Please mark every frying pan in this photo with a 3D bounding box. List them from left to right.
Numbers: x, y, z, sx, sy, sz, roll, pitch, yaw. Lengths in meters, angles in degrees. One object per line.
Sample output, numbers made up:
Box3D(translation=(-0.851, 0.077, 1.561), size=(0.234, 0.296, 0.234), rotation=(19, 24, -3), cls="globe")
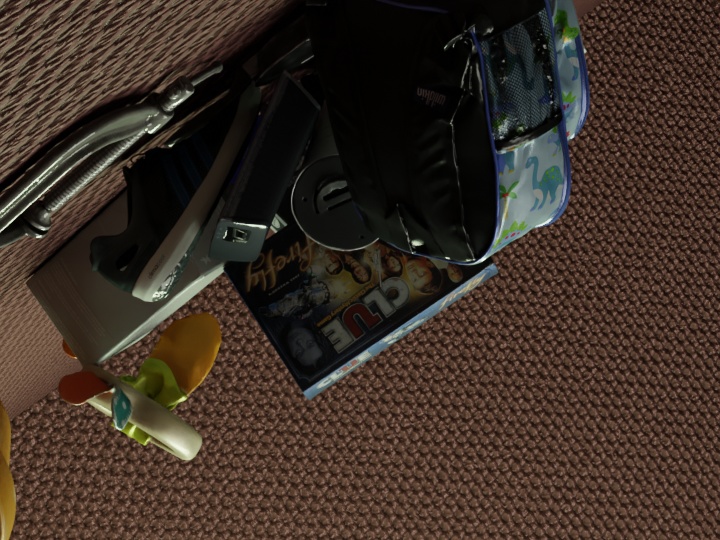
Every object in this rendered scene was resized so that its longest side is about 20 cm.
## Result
Box3D(translation=(-0.066, -0.154, 1.428), size=(0.189, 0.031, 0.115), rotation=(-33, 179, 5), cls="frying pan")

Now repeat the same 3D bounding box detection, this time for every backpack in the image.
Box3D(translation=(0.071, -0.116, 1.343), size=(0.147, 0.201, 0.182), rotation=(-27, -150, -34), cls="backpack")

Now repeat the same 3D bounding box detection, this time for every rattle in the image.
Box3D(translation=(-0.186, 0.085, 1.707), size=(0.143, 0.130, 0.200), rotation=(-44, 151, -5), cls="rattle")

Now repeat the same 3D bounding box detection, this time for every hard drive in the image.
Box3D(translation=(-0.075, -0.072, 1.470), size=(0.200, 0.042, 0.136), rotation=(131, -18, -80), cls="hard drive")

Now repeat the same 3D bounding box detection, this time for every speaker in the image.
Box3D(translation=(-0.004, -0.091, 1.515), size=(0.081, 0.081, 0.200), rotation=(-36, -164, 20), cls="speaker")

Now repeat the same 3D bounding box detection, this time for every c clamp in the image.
Box3D(translation=(-0.190, -0.066, 1.294), size=(0.200, 0.027, 0.171), rotation=(-37, 180, 20), cls="c clamp")

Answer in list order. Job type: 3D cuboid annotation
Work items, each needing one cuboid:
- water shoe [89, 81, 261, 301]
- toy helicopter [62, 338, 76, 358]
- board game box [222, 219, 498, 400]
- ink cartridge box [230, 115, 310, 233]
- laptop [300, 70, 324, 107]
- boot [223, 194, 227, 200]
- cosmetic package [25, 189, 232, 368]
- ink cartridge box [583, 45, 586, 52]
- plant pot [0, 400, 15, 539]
Box3D(translation=(-0.143, -0.075, 1.487), size=(0.201, 0.079, 0.072), rotation=(-64, -178, -21), cls="water shoe")
Box3D(translation=(-0.250, 0.010, 1.958), size=(0.132, 0.079, 0.200), rotation=(-43, -171, 23), cls="toy helicopter")
Box3D(translation=(0.000, 0.000, 1.657), size=(0.199, 0.136, 0.035), rotation=(-34, 163, -2), cls="board game box")
Box3D(translation=(-0.013, -0.098, 1.763), size=(0.198, 0.200, 0.043), rotation=(-37, 161, -28), cls="ink cartridge box")
Box3D(translation=(0.056, -0.163, 1.711), size=(0.186, 0.201, 0.116), rotation=(-23, 153, 15), cls="laptop")
Box3D(translation=(-0.083, -0.107, 1.949), size=(0.168, 0.077, 0.200), rotation=(-31, 170, -40), cls="boot")
Box3D(translation=(-0.201, -0.006, 1.722), size=(0.200, 0.107, 0.090), rotation=(-34, 179, 37), cls="cosmetic package")
Box3D(translation=(0.113, -0.216, 1.918), size=(0.200, 0.083, 0.145), rotation=(-36, -150, 10), cls="ink cartridge box")
Box3D(translation=(-0.399, 0.182, 1.738), size=(0.200, 0.200, 0.183), rotation=(-36, -166, 17), cls="plant pot")
